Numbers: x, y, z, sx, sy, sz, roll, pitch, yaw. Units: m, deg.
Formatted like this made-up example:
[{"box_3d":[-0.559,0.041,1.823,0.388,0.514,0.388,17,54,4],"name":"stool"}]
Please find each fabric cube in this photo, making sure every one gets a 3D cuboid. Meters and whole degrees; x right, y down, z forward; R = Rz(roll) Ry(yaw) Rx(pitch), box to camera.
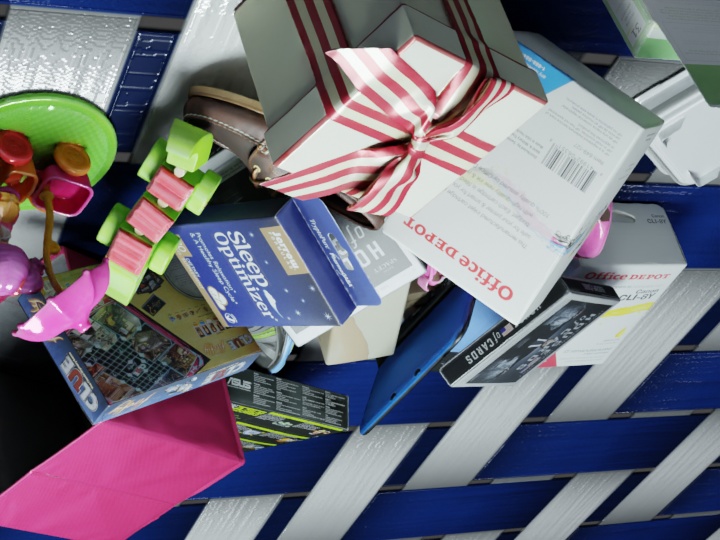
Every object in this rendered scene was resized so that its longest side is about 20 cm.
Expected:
[{"box_3d":[-0.265,0.130,1.504,0.199,0.198,0.199,-35,146,24],"name":"fabric cube"}]

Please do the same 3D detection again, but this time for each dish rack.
[{"box_3d":[0.374,-0.158,1.538,0.199,0.044,0.171,-31,145,18],"name":"dish rack"}]

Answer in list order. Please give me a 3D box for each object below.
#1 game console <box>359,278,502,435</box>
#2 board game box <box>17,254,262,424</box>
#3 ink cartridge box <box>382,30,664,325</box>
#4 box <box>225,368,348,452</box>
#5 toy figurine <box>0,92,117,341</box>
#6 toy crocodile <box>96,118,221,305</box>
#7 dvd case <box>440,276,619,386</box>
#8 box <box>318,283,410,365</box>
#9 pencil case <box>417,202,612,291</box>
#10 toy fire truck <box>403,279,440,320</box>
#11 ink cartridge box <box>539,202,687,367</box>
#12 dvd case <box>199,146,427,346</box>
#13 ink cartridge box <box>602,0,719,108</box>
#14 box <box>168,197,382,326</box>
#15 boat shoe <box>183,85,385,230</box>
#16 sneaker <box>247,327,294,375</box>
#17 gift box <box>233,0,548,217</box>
[{"box_3d":[0.103,0.082,1.599,0.169,0.119,0.200,10,140,-34],"name":"game console"},{"box_3d":[-0.198,0.052,1.411,0.199,0.136,0.035,-16,157,-50],"name":"board game box"},{"box_3d":[0.142,-0.083,1.334,0.201,0.147,0.145,-57,169,16],"name":"ink cartridge box"},{"box_3d":[-0.147,0.154,1.687,0.192,0.048,0.199,-19,154,38],"name":"box"},{"box_3d":[-0.279,-0.032,1.258,0.199,0.185,0.150,11,138,-38],"name":"toy figurine"},{"box_3d":[-0.178,-0.047,1.326,0.067,0.062,0.201,33,121,-5],"name":"toy crocodile"},{"box_3d":[0.173,0.063,1.540,0.150,0.025,0.200,-40,162,16],"name":"dvd case"},{"box_3d":[0.000,0.000,1.539,0.077,0.096,0.201,-9,146,-13],"name":"box"},{"box_3d":[0.146,-0.038,1.502,0.198,0.091,0.095,-8,110,-12],"name":"pencil case"},{"box_3d":[0.082,0.015,1.645,0.140,0.049,0.200,-32,146,21],"name":"toy fire truck"},{"box_3d":[0.244,0.019,1.702,0.144,0.084,0.201,-1,144,-26],"name":"ink cartridge box"},{"box_3d":[-0.053,-0.043,1.405,0.150,0.025,0.201,-30,109,18],"name":"dvd case"},{"box_3d":[0.296,-0.192,1.295,0.144,0.201,0.048,-1,143,-26],"name":"ink cartridge box"},{"box_3d":[-0.082,-0.005,1.358,0.199,0.032,0.122,-4,126,45],"name":"box"},{"box_3d":[-0.061,-0.095,1.315,0.198,0.071,0.070,20,172,-8],"name":"boat shoe"},{"box_3d":[-0.100,0.040,1.587,0.082,0.071,0.200,12,145,-6],"name":"sneaker"},{"box_3d":[0.008,-0.158,1.213,0.199,0.188,0.184,12,137,-41],"name":"gift box"}]
